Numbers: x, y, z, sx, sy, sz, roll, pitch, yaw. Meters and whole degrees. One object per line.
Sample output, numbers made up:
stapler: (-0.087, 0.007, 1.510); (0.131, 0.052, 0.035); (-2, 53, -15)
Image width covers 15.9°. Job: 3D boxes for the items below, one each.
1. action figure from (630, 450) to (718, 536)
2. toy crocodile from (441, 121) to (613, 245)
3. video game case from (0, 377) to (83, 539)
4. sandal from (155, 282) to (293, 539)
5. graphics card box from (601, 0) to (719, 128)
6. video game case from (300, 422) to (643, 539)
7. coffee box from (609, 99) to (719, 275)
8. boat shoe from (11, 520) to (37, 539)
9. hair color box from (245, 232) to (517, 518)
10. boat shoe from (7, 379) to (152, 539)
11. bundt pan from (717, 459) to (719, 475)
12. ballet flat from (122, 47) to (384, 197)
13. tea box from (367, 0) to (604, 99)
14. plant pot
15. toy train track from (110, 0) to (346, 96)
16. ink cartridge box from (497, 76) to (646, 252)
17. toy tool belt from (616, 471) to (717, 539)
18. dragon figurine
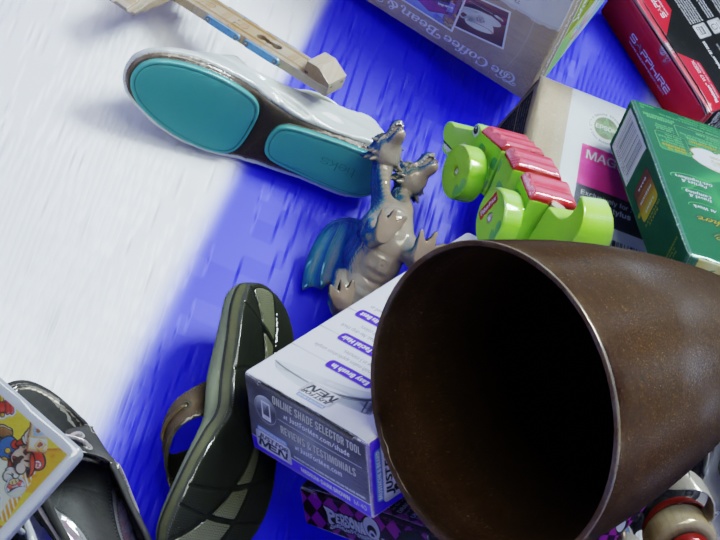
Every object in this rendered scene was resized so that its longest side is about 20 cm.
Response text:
action figure: (0.187, 0.097, 1.710); (0.119, 0.102, 0.200); (10, 96, -9)
toy crocodile: (0.104, -0.054, 1.672); (0.067, 0.062, 0.200); (14, 20, -23)
video game case: (-0.291, 0.119, 1.468); (0.182, 0.023, 0.200); (40, 78, 6)
sandal: (-0.090, 0.100, 1.611); (0.080, 0.057, 0.201); (53, 40, -42)
graphics card box: (0.294, -0.184, 1.964); (0.200, 0.051, 0.126); (-22, 72, -32)
video game case: (0.093, 0.116, 1.597); (0.181, 0.036, 0.200); (17, 40, 32)
coffee box: (0.241, -0.032, 1.710); (0.123, 0.044, 0.200); (17, 30, -19)
boat shoe: (-0.219, 0.156, 1.510); (0.073, 0.065, 0.200); (-18, 71, -32)
hair color box: (0.038, 0.061, 1.599); (0.200, 0.065, 0.109); (-30, 42, -34)
boat shoe: (-0.160, 0.144, 1.550); (0.067, 0.057, 0.200); (-19, 71, -33)
bundt pan: (0.332, 0.149, 1.769); (0.201, 0.076, 0.202); (12, 57, -19)
ballet flat: (-0.069, -0.108, 1.746); (0.200, 0.069, 0.070); (22, 55, -18)
tea box: (0.098, -0.266, 1.852); (0.200, 0.134, 0.197); (32, 53, 6)
plant pot: (0.140, 0.061, 1.500); (0.200, 0.187, 0.187); (-12, 67, -44)
toy train track: (-0.093, -0.184, 1.752); (0.200, 0.033, 0.115); (34, 33, 17)
ink cartridge box: (0.187, -0.024, 1.805); (0.200, 0.075, 0.165); (20, 56, -13)
toy tool belt: (0.141, 0.202, 1.606); (0.199, 0.125, 0.123); (-4, 32, -13)
dragon figurine: (0.000, 0.000, 1.701); (0.059, 0.099, 0.200); (26, 94, -17)
